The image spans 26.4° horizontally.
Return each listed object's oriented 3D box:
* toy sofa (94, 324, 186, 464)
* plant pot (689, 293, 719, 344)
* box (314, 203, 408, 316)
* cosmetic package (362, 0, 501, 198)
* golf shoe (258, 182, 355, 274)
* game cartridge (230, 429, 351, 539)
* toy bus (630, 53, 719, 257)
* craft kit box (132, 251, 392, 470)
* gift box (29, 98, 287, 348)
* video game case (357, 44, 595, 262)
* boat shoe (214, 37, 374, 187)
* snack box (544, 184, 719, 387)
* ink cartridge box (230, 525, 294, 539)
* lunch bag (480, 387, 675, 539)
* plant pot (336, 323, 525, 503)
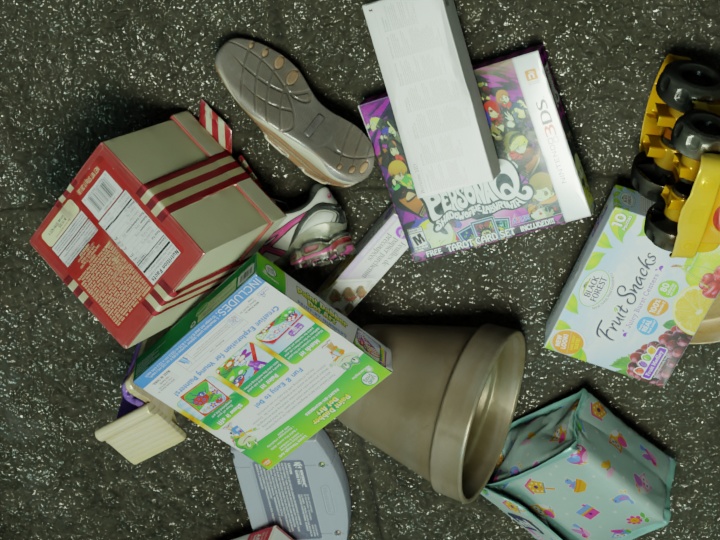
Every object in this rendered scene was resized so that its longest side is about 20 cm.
[{"bbox_3d":[-0.241,0.109,1.734,0.083,0.200,0.098,-27,123,27],"label":"toy sofa"},{"bbox_3d":[0.359,-0.007,1.646,0.200,0.027,0.200,5,127,7],"label":"plant pot"},{"bbox_3d":[0.000,0.000,1.709,0.039,0.041,0.200,32,126,-13],"label":"box"},{"bbox_3d":[0.072,-0.179,1.521,0.082,0.051,0.200,-13,102,17],"label":"cosmetic package"},{"bbox_3d":[-0.098,-0.033,1.696,0.200,0.073,0.092,-20,86,30],"label":"golf shoe"},{"bbox_3d":[-0.081,0.278,1.929,0.133,0.041,0.200,0,126,15],"label":"game cartridge"},{"bbox_3d":[0.370,-0.101,1.477,0.192,0.200,0.136,8,128,-5],"label":"toy bus"},{"bbox_3d":[-0.104,0.102,1.639,0.197,0.049,0.200,39,116,-24],"label":"craft kit box"},{"bbox_3d":[-0.211,-0.062,1.613,0.185,0.187,0.200,-42,83,31],"label":"gift box"},{"bbox_3d":[0.119,-0.117,1.577,0.200,0.036,0.181,-14,105,20],"label":"video game case"},{"bbox_3d":[-0.077,-0.155,1.589,0.200,0.076,0.072,45,155,-4],"label":"boat shoe"},{"bbox_3d":[0.296,0.019,1.627,0.142,0.053,0.200,19,127,-2],"label":"snack box"},{"bbox_3d":[-0.141,0.420,1.984,0.200,0.083,0.145,-24,123,39],"label":"ink cartridge box"},{"bbox_3d":[0.239,0.252,1.801,0.170,0.122,0.200,39,131,-20],"label":"lunch bag"},{"bbox_3d":[0.071,0.141,1.722,0.173,0.200,0.200,15,129,19],"label":"plant pot"}]
